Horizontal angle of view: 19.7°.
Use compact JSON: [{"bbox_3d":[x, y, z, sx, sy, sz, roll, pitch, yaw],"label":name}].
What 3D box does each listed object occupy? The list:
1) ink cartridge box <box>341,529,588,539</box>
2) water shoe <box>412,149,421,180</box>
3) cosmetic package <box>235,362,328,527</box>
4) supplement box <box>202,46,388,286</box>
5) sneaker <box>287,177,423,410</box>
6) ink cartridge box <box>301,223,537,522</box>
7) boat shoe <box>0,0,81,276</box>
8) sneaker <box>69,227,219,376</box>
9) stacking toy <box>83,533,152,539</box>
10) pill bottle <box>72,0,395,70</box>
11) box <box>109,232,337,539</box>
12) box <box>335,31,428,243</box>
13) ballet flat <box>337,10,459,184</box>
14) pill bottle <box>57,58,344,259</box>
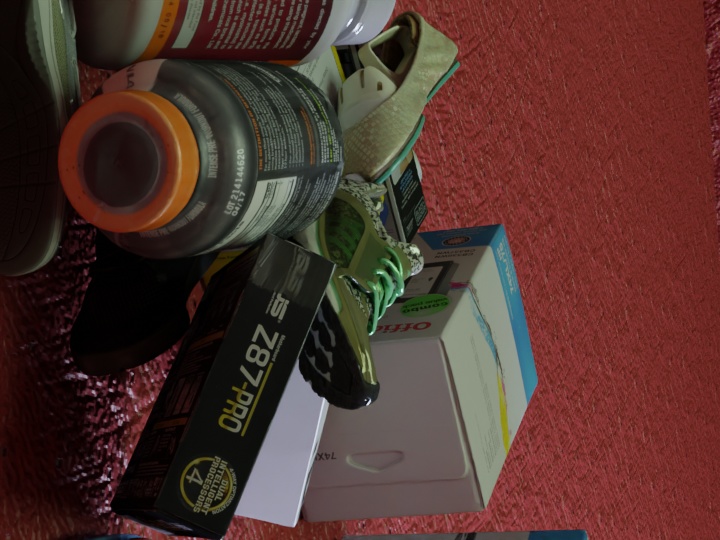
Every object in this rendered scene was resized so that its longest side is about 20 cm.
[{"bbox_3d":[0.071,0.273,1.537,0.147,0.198,0.086,-71,149,-48],"label":"ink cartridge box"},{"bbox_3d":[0.005,-0.079,1.644,0.200,0.071,0.080,41,49,-61],"label":"water shoe"},{"bbox_3d":[-0.044,0.079,1.372,0.201,0.050,0.083,104,-3,-50],"label":"cosmetic package"},{"bbox_3d":[-0.066,-0.084,1.398,0.109,0.108,0.201,-70,148,-51],"label":"supplement box"},{"bbox_3d":[0.000,0.000,1.249,0.201,0.088,0.077,-105,-162,-44],"label":"sneaker"},{"bbox_3d":[0.035,0.076,1.572,0.200,0.145,0.147,-58,138,-60],"label":"ink cartridge box"},{"bbox_3d":[-0.183,-0.095,1.138,0.065,0.074,0.204,23,56,-62],"label":"boat shoe"},{"bbox_3d":[-0.139,-0.022,1.237,0.200,0.076,0.115,-68,144,-57],"label":"sneaker"},{"bbox_3d":[-0.066,0.204,1.183,0.110,0.198,0.117,12,72,-68],"label":"stacking toy"},{"bbox_3d":[-0.077,-0.176,1.228,0.199,0.112,0.114,-5,89,-39],"label":"pill bottle"},{"bbox_3d":[-0.083,0.071,1.180,0.200,0.049,0.163,151,-39,-75],"label":"box"},{"bbox_3d":[-0.033,-0.112,1.491,0.060,0.116,0.202,-57,138,-56],"label":"box"},{"bbox_3d":[0.013,-0.118,1.398,0.062,0.067,0.200,49,30,-12],"label":"ballet flat"},{"bbox_3d":[-0.089,-0.062,1.128,0.200,0.105,0.107,-13,96,-70],"label":"pill bottle"}]
